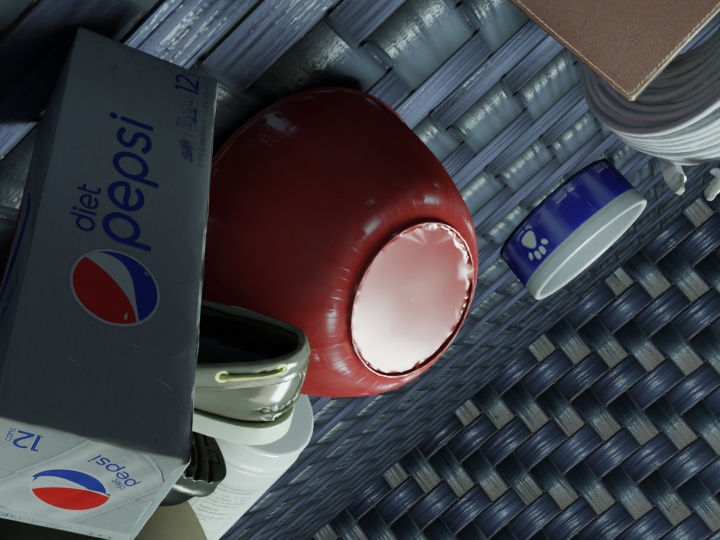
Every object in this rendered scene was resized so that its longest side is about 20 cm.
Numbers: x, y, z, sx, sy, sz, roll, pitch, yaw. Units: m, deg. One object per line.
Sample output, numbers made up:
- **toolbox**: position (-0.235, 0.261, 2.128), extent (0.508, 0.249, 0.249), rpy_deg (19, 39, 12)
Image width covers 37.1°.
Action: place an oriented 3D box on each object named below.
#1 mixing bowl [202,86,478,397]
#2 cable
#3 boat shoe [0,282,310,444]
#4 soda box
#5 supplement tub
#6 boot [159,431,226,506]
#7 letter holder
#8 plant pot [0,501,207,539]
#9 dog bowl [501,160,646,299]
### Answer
- **mixing bowl**: position (0.000, 0.000, 0.656), extent (0.198, 0.108, 0.203), rpy_deg (-19, 122, -33)
- **cable**: position (0.239, -0.179, 0.759), extent (0.069, 0.201, 0.201), rpy_deg (15, 125, -36)
- **boat shoe**: position (-0.125, 0.036, 0.572), extent (0.072, 0.199, 0.061), rpy_deg (-93, -159, -56)
- **soda box**: position (-0.102, -0.002, 0.422), extent (0.067, 0.202, 0.064), rpy_deg (17, 135, -23)
- **supplement tub**: position (-0.145, 0.162, 0.918), extent (0.200, 0.132, 0.131), rpy_deg (-48, 163, 27)
- **boot**: position (-0.205, 0.130, 0.667), extent (0.210, 0.080, 0.158), rpy_deg (27, 115, -33)
- **letter holder**: position (0.181, -0.236, 0.657), extent (0.200, 0.141, 0.101), rpy_deg (-48, -164, 31)
- **plant pot**: position (-0.210, 0.196, 0.795), extent (0.197, 0.136, 0.202), rpy_deg (-12, 144, -9)
- **dog bowl**: position (0.290, -0.055, 1.465), extent (0.199, 0.079, 0.200), rpy_deg (-37, 165, -12)
